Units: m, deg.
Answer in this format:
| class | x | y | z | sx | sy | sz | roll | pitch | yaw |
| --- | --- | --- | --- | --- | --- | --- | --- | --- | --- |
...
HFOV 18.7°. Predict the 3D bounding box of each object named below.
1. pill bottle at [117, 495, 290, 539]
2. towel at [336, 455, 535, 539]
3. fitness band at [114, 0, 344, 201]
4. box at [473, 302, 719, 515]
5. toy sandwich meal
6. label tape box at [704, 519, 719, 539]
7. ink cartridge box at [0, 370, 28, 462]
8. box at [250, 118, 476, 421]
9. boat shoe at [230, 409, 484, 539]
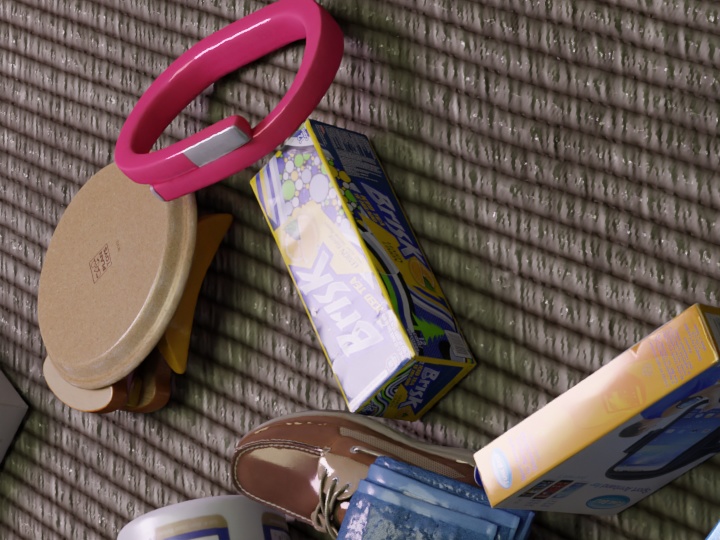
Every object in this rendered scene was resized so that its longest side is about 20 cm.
| class | x | y | z | sx | sy | sz | roll | pitch | yaw |
| --- | --- | --- | --- | --- | --- | --- | --- | --- | --- |
| pill bottle | -0.092 | 0.263 | 1.467 | 0.119 | 0.119 | 0.201 | -28 | 63 | 38 |
| towel | 0.022 | 0.219 | 1.299 | 0.111 | 0.049 | 0.201 | 18 | 85 | 13 |
| fitness band | -0.094 | -0.123 | 1.557 | 0.199 | 0.037 | 0.144 | -20 | 37 | 39 |
| box | 0.159 | 0.090 | 1.253 | 0.200 | 0.119 | 0.042 | -40 | 58 | 33 |
| toy sandwich meal | -0.168 | 0.011 | 1.631 | 0.204 | 0.070 | 0.207 | -25 | 54 | 41 |
| label tape box | 0.284 | 0.174 | 1.154 | 0.200 | 0.066 | 0.144 | 48 | 116 | 36 |
| ink cartridge box | -0.372 | 0.147 | 1.789 | 0.145 | 0.084 | 0.201 | 45 | 114 | 39 |
| box | 0.000 | 0.000 | 1.464 | 0.070 | 0.064 | 0.201 | -44 | 54 | 30 |
| boat shoe | 0.003 | 0.138 | 1.380 | 0.199 | 0.072 | 0.076 | 6 | 111 | 23 |
